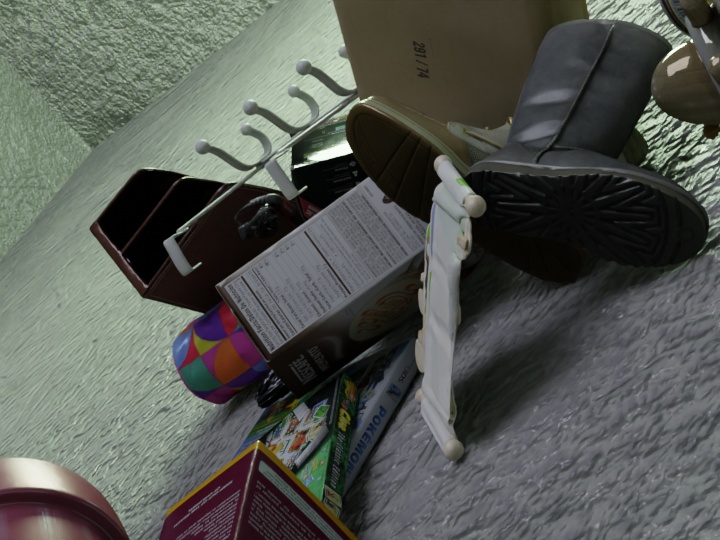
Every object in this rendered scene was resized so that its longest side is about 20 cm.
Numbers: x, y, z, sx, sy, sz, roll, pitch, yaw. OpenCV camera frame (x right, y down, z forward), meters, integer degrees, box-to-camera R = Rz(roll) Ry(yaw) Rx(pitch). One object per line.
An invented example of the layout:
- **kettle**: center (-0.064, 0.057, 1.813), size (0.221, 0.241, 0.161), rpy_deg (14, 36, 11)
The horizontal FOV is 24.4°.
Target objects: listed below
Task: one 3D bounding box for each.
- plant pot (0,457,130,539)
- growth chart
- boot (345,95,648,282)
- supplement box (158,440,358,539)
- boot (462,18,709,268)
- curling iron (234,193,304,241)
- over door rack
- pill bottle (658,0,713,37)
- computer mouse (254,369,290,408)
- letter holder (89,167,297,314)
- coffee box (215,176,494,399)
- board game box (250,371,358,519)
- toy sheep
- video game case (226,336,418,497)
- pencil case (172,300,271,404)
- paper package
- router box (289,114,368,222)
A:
- **plant pot**: center (-0.239, 0.260, 1.167), size (0.200, 0.200, 0.179), rpy_deg (-43, 30, 0)
- **growth chart**: center (0.055, 0.023, 1.108), size (0.018, 0.201, 0.145), rpy_deg (0, 22, -7)
- **boot**: center (0.102, -0.095, 1.223), size (0.155, 0.200, 0.072), rpy_deg (-53, -8, -38)
- **supplement box**: center (-0.064, 0.206, 0.976), size (0.086, 0.110, 0.200), rpy_deg (-39, 16, 18)
- **boot**: center (0.176, -0.094, 1.140), size (0.181, 0.073, 0.200), rpy_deg (17, 39, 22)
- **curling iron**: center (-0.059, -0.037, 1.517), size (0.049, 0.026, 0.200), rpy_deg (-29, -17, 15)
- **over door rack**: center (-0.083, -0.103, 1.387), size (0.148, 0.067, 0.200), rpy_deg (-34, 17, 37)
- **pill bottle**: center (0.300, -0.221, 1.195), size (0.109, 0.109, 0.200), rpy_deg (-46, 16, -9)
- **computer mouse**: center (-0.005, 0.051, 1.376), size (0.200, 0.034, 0.059), rpy_deg (-39, 22, 3)
- **letter holder**: center (-0.126, -0.041, 1.571), size (0.142, 0.101, 0.200), rpy_deg (-50, -32, 14)
- **coffee box**: center (0.000, 0.000, 1.290), size (0.200, 0.080, 0.114), rpy_deg (-36, -22, -2)
- **board game box**: center (-0.051, 0.152, 1.173), size (0.105, 0.023, 0.200), rpy_deg (-37, 16, 18)
- **toy sheep**: center (0.274, -0.151, 1.040), size (0.200, 0.138, 0.138), rpy_deg (-24, 21, 17)
- **video game case**: center (-0.051, 0.145, 1.280), size (0.200, 0.022, 0.182), rpy_deg (-28, 21, 46)
- **pencil case**: center (-0.081, 0.041, 1.515), size (0.200, 0.088, 0.088), rpy_deg (-37, 16, 24)
- **paper package**: center (0.085, -0.193, 1.336), size (0.190, 0.200, 0.104), rpy_deg (14, 50, 29)
- **router box**: center (0.037, -0.106, 1.495), size (0.199, 0.062, 0.150), rpy_deg (-14, 19, 3)
